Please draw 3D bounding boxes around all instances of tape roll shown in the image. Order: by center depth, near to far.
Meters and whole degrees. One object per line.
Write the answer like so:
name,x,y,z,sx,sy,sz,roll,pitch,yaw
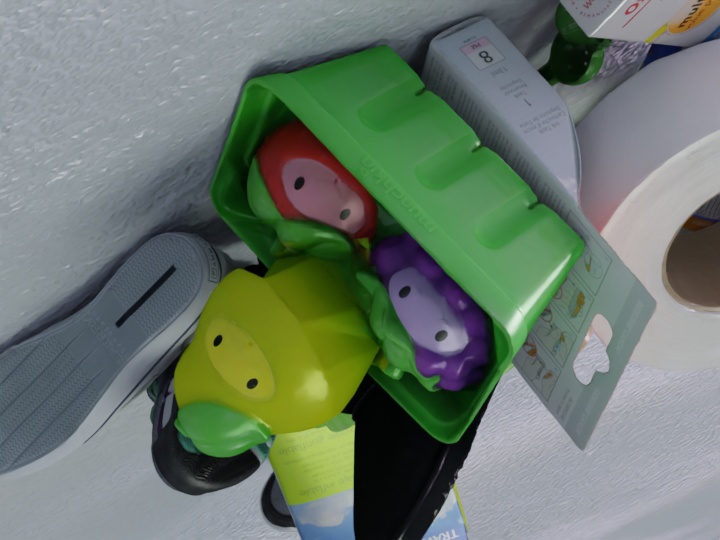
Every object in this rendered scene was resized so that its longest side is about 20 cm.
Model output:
tape roll,0.210,-0.036,1.243,0.202,0.071,0.203,-12,135,-13

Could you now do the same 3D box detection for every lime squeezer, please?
lime squeezer,0.110,-0.138,1.246,0.071,0.038,0.200,5,155,-4

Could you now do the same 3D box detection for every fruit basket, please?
fruit basket,-0.014,0.009,1.146,0.216,0.216,0.156,-22,159,-25

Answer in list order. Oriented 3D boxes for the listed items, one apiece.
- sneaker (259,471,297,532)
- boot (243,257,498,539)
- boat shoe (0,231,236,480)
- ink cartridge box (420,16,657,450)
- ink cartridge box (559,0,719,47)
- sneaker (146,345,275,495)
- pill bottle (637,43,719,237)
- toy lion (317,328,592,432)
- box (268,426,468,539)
sneaker,-0.020,0.129,1.648,0.200,0.076,0.114,-39,154,19
boot,-0.012,0.067,1.235,0.073,0.162,0.198,-59,-177,44
boat shoe,-0.149,0.057,1.259,0.200,0.074,0.067,-37,160,15
ink cartridge box,0.098,-0.021,1.218,0.057,0.200,0.163,-31,157,-28
ink cartridge box,0.166,-0.181,1.140,0.200,0.068,0.115,-4,142,-53
sneaker,-0.097,0.082,1.292,0.088,0.074,0.200,-33,-163,27
pill bottle,0.230,-0.123,1.301,0.112,0.112,0.200,-14,139,-41
toy lion,0.040,0.044,1.408,0.192,0.069,0.200,-35,-161,5
box,0.002,0.143,1.560,0.122,0.048,0.200,-17,127,2
